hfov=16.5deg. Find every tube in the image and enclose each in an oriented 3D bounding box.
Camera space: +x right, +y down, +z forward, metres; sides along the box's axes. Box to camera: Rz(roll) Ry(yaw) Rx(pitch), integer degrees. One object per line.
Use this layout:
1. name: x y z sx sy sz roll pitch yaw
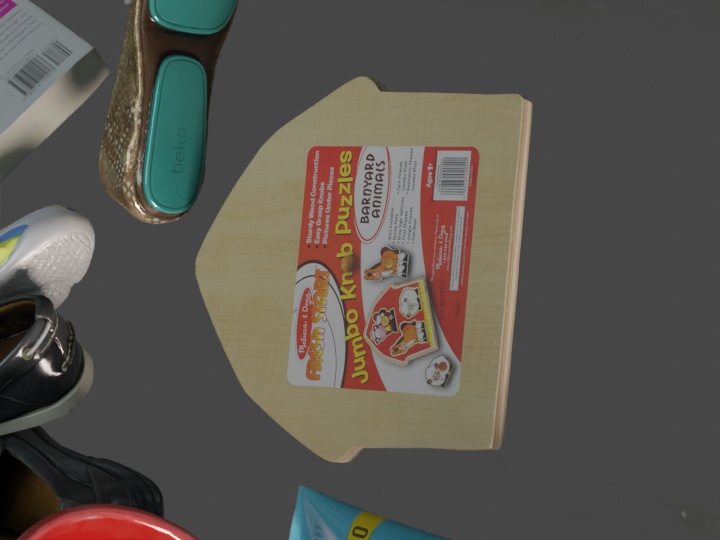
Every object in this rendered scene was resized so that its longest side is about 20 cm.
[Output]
1. tube: 0.036 0.162 1.231 0.199 0.050 0.078 8 81 42

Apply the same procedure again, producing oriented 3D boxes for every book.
1. book: -0.258 -0.124 1.453 0.134 0.048 0.200 -45 55 -12

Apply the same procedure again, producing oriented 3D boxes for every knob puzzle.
1. knob puzzle: 0.000 0.000 1.285 0.219 0.030 0.221 -5 81 35

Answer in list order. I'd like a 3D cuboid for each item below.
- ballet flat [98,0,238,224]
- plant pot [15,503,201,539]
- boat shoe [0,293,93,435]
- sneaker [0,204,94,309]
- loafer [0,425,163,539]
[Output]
1. ballet flat: -0.109 -0.127 1.363 0.065 0.070 0.201 9 85 50
2. plant pot: -0.158 0.247 1.276 0.177 0.200 0.201 -38 63 37
3. boat shoe: -0.250 0.070 1.370 0.199 0.068 0.072 -23 54 3
4. sneaker: -0.239 -0.002 1.430 0.200 0.076 0.105 -37 63 27
5. loafer: -0.203 0.119 1.388 0.199 0.072 0.073 8 89 37
